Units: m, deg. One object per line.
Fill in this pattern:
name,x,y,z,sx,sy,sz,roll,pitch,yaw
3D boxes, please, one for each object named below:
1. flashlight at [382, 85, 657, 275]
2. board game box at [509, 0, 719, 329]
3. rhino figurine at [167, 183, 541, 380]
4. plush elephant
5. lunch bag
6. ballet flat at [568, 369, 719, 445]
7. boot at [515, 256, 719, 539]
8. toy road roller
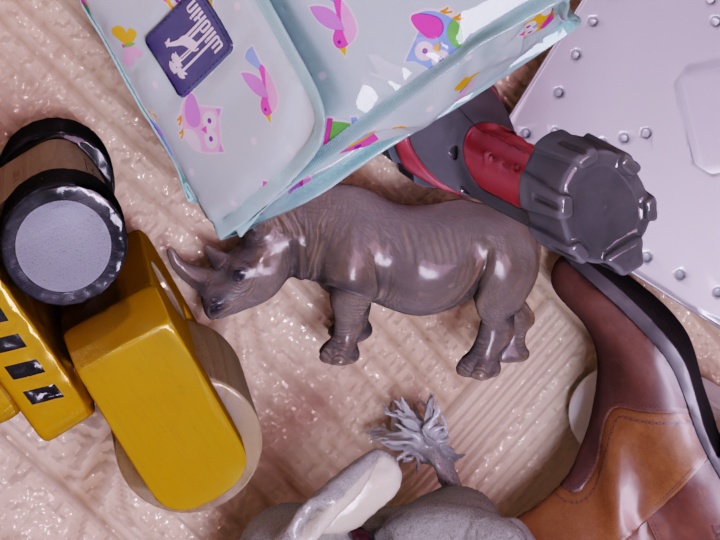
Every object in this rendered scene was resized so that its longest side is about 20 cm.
flashlight,0.070,-0.057,1.102,0.067,0.200,0.068,13,98,-25
board game box,0.196,-0.081,1.203,0.200,0.026,0.200,32,87,2
rhino figurine,0.000,0.000,1.162,0.199,0.060,0.088,6,108,-12
plush elephant,0.004,0.164,1.144,0.154,0.165,0.201,-13,68,-28
lunch bag,-0.025,-0.132,1.059,0.200,0.122,0.171,-32,84,6
ballet flat,0.208,0.107,1.270,0.200,0.069,0.070,27,90,-25
boot,0.108,0.112,1.225,0.200,0.068,0.188,-41,89,14
toy road roller,-0.150,0.037,1.081,0.146,0.123,0.200,-31,111,2
